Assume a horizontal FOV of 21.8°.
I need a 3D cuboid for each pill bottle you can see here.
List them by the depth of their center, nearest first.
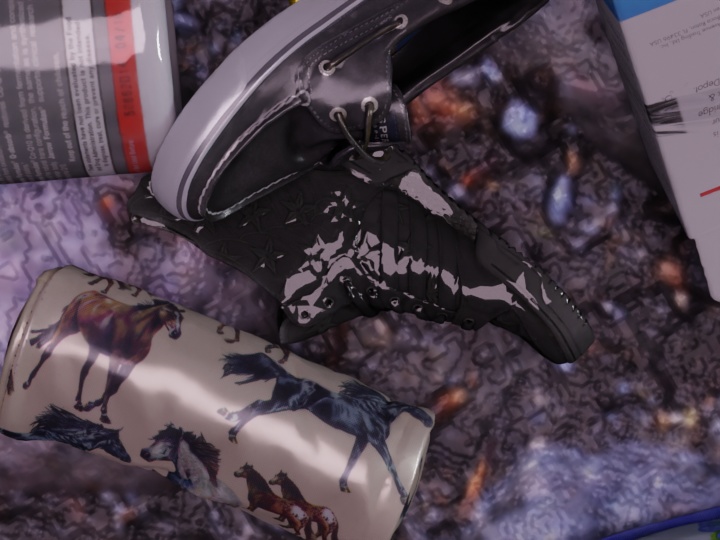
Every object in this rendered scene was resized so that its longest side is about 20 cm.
[{"bbox_3d":[-0.180,-0.092,0.796,0.199,0.116,0.116,-5,94,-4],"label":"pill bottle"}]

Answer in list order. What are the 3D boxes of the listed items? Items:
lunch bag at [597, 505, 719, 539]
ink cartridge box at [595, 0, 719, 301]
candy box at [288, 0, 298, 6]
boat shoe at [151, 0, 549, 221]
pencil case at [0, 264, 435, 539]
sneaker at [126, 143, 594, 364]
[{"bbox_3d":[0.140,0.204,0.827,0.199,0.127,0.171,-14,94,-12],"label":"lunch bag"},{"bbox_3d":[0.172,-0.094,0.812,0.116,0.068,0.200,-22,126,4],"label":"ink cartridge box"},{"bbox_3d":[0.010,-0.203,0.846,0.102,0.026,0.201,-6,94,-7],"label":"candy box"},{"bbox_3d":[0.003,-0.080,0.792,0.200,0.070,0.066,-39,64,-15],"label":"boat shoe"},{"bbox_3d":[-0.063,0.069,0.831,0.199,0.078,0.090,22,132,-5],"label":"pencil case"},{"bbox_3d":[0.000,0.000,0.842,0.200,0.060,0.104,41,87,1],"label":"sneaker"}]
